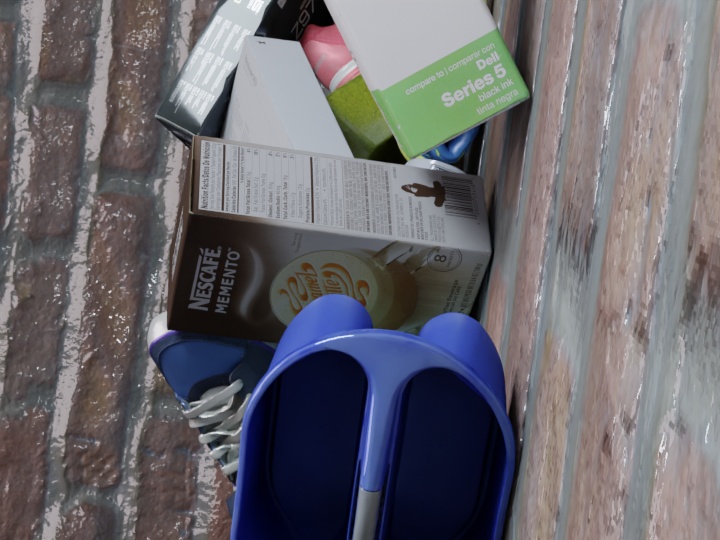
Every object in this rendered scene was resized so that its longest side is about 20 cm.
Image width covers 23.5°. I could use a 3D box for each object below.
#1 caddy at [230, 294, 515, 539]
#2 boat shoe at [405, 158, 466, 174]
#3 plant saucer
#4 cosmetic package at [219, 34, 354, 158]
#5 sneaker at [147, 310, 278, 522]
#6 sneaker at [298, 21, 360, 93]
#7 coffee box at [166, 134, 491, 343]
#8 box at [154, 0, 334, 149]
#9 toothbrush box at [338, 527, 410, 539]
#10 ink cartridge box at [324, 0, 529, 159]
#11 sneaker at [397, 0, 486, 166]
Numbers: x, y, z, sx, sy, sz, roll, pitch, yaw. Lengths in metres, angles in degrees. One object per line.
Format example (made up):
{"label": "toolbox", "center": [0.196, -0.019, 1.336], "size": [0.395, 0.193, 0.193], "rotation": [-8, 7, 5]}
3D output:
{"label": "caddy", "center": [0.007, 0.110, 0.907], "size": [0.105, 0.140, 0.202], "rotation": [-75, -7, -62]}
{"label": "boat shoe", "center": [0.045, -0.035, 1.370], "size": [0.199, 0.073, 0.069], "rotation": [155, 137, -78]}
{"label": "plant saucer", "center": [0.013, -0.101, 1.438], "size": [0.199, 0.048, 0.200], "rotation": [-37, -16, -39]}
{"label": "cosmetic package", "center": [-0.063, -0.063, 1.301], "size": [0.201, 0.051, 0.152], "rotation": [-113, 32, -52]}
{"label": "sneaker", "center": [-0.072, 0.129, 1.195], "size": [0.200, 0.080, 0.147], "rotation": [41, -145, -39]}
{"label": "sneaker", "center": [0.023, -0.204, 1.465], "size": [0.200, 0.087, 0.074], "rotation": [-33, -17, -47]}
{"label": "coffee box", "center": [-0.024, -0.012, 1.157], "size": [0.080, 0.198, 0.115], "rotation": [-93, 14, -45]}
{"label": "box", "center": [-0.080, -0.180, 1.435], "size": [0.201, 0.043, 0.160], "rotation": [-61, -18, -6]}
{"label": "toothbrush box", "center": [0.026, 0.125, 1.098], "size": [0.200, 0.084, 0.148], "rotation": [101, 175, -83]}
{"label": "ink cartridge box", "center": [0.018, -0.178, 1.054], "size": [0.201, 0.084, 0.146], "rotation": [63, -177, -7]}
{"label": "sneaker", "center": [0.070, -0.171, 1.304], "size": [0.105, 0.075, 0.202], "rotation": [-139, 48, -74]}
